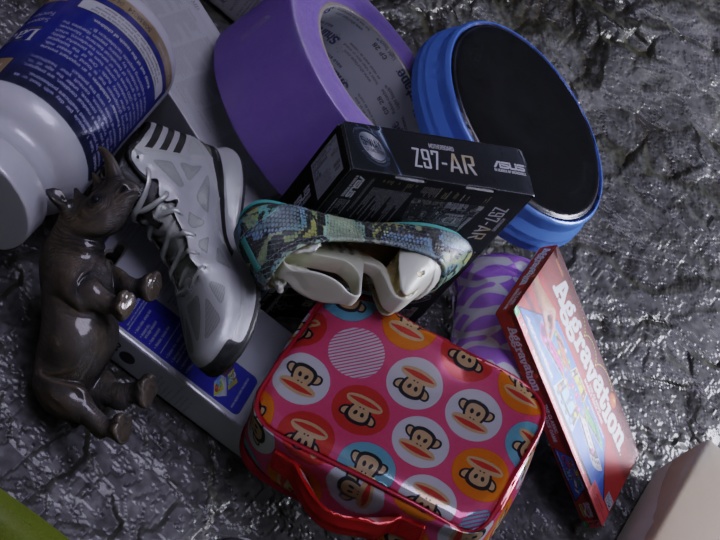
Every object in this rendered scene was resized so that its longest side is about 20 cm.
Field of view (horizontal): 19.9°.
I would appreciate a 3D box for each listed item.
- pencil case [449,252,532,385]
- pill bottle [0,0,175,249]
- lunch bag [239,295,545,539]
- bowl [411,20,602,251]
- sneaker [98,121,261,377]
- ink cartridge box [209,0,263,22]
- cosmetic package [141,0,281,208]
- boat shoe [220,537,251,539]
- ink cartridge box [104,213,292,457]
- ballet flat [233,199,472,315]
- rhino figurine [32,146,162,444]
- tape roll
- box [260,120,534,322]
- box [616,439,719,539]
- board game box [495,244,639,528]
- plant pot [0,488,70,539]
[{"bbox_3d":[0.097,0.078,1.617,0.085,0.084,0.201,9,53,5],"label":"pencil case"},{"bbox_3d":[-0.228,-0.113,1.494,0.115,0.116,0.201,40,49,-7],"label":"pill bottle"},{"bbox_3d":[0.019,0.123,1.464,0.199,0.082,0.177,29,48,7],"label":"lunch bag"},{"bbox_3d":[0.124,-0.113,1.665,0.200,0.039,0.202,31,43,-34],"label":"bowl"},{"bbox_3d":[-0.140,-0.021,1.465,0.115,0.076,0.202,23,43,-35],"label":"sneaker"},{"bbox_3d":[-0.121,-0.298,1.670,0.200,0.117,0.067,40,49,-7],"label":"ink cartridge box"},{"bbox_3d":[-0.128,-0.131,1.612,0.082,0.051,0.201,-25,79,-40],"label":"cosmetic package"},{"bbox_3d":[-0.034,0.254,1.442,0.199,0.060,0.074,38,49,-9],"label":"boat shoe"},{"bbox_3d":[-0.125,0.049,1.518,0.200,0.039,0.100,40,50,-9],"label":"ink cartridge box"},{"bbox_3d":[0.000,0.000,1.472,0.198,0.074,0.075,6,60,-30],"label":"ballet flat"},{"bbox_3d":[-0.188,0.015,1.425,0.060,0.087,0.202,-9,104,-62],"label":"rhino figurine"},{"bbox_3d":[-0.019,-0.130,1.610,0.200,0.085,0.201,43,28,-30],"label":"tape roll"},{"bbox_3d":[0.012,-0.028,1.543,0.159,0.200,0.044,6,55,-29],"label":"box"},{"bbox_3d":[0.248,0.241,1.620,0.095,0.078,0.200,42,49,-6],"label":"box"},{"bbox_3d":[0.167,0.092,1.625,0.103,0.019,0.201,-52,124,-52],"label":"board game box"},{"bbox_3d":[-0.256,0.210,1.257,0.193,0.201,0.200,46,48,15],"label":"plant pot"}]
